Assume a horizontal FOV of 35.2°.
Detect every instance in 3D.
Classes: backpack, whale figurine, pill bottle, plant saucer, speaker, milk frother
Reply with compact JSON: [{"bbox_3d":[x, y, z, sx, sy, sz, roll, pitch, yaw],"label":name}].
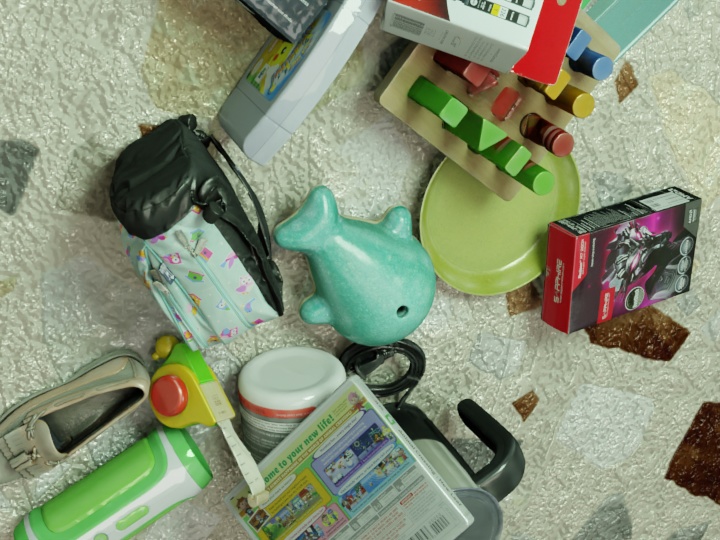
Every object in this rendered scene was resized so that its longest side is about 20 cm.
[{"bbox_3d":[-0.155,-0.024,1.082,0.126,0.167,0.201,-24,124,6],"label":"backpack"},{"bbox_3d":[0.000,0.000,1.167,0.159,0.104,0.200,-45,130,1],"label":"whale figurine"},{"bbox_3d":[-0.069,0.194,1.225,0.115,0.116,0.202,-11,116,-19],"label":"pill bottle"},{"bbox_3d":[0.150,-0.070,1.252,0.198,0.031,0.202,-9,115,-19],"label":"plant saucer"},{"bbox_3d":[-0.256,0.242,1.183,0.199,0.088,0.089,-33,121,-6],"label":"speaker"},{"bbox_3d":[0.291,-0.278,1.228,0.200,0.019,0.070,-44,122,-1],"label":"plant saucer"},{"bbox_3d":[0.056,0.196,1.237,0.200,0.188,0.181,38,94,-31],"label":"milk frother"}]

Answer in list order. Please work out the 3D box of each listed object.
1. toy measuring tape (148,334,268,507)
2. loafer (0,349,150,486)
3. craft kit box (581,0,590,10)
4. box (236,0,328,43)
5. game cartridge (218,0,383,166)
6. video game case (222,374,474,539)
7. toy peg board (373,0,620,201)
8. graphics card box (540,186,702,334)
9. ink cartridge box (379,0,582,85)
[{"bbox_3d":[-0.164,0.159,1.154,0.073,0.074,0.201,-27,78,-10],"label":"toy measuring tape"},{"bbox_3d":[-0.299,0.154,1.138,0.199,0.063,0.072,-36,121,-5],"label":"loafer"},{"bbox_3d":[0.137,-0.302,1.137,0.200,0.049,0.198,37,98,-31],"label":"craft kit box"},{"bbox_3d":[-0.064,-0.330,1.001,0.148,0.104,0.200,37,94,-31],"label":"box"},{"bbox_3d":[-0.055,-0.196,1.047,0.040,0.133,0.201,32,97,-30],"label":"game cartridge"},{"bbox_3d":[-0.016,0.236,1.123,0.200,0.182,0.022,-44,168,19],"label":"video game case"},{"bbox_3d":[0.156,-0.185,1.116,0.199,0.098,0.200,33,98,-32],"label":"toy peg board"},{"bbox_3d":[0.302,-0.014,1.310,0.199,0.051,0.126,-16,120,-29],"label":"graphics card box"},{"bbox_3d":[0.131,-0.291,1.016,0.174,0.084,0.202,18,84,-3],"label":"ink cartridge box"}]
